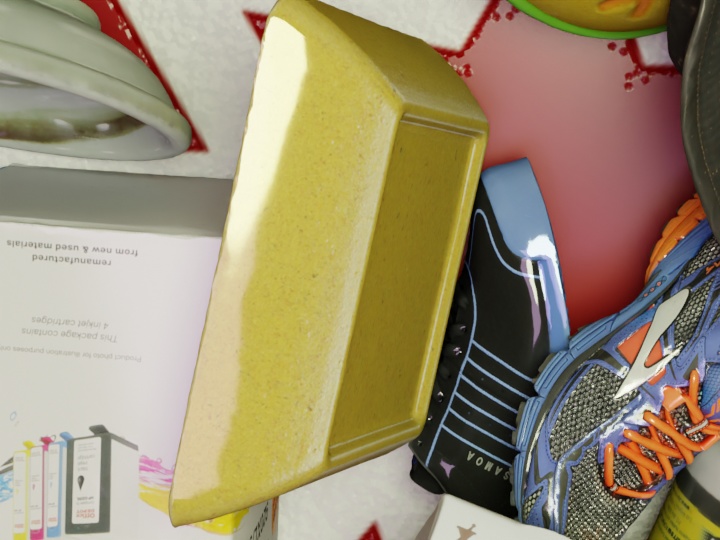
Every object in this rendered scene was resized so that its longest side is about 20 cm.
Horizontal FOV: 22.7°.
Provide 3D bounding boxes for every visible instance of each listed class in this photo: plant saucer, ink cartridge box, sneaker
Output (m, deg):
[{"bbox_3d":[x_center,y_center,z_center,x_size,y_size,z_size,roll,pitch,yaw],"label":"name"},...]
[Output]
[{"bbox_3d":[0.000,0.000,0.725,0.048,0.200,0.201,14,95,18],"label":"plant saucer"},{"bbox_3d":[-0.111,0.065,0.789,0.144,0.147,0.201,4,102,5],"label":"ink cartridge box"},{"bbox_3d":[-0.165,-0.092,0.747,0.199,0.200,0.050,9,83,4],"label":"plant saucer"},{"bbox_3d":[0.056,0.051,0.809,0.078,0.070,0.201,-7,101,1],"label":"sneaker"},{"bbox_3d":[0.135,0.045,0.755,0.075,0.078,0.200,43,78,-37],"label":"sneaker"}]

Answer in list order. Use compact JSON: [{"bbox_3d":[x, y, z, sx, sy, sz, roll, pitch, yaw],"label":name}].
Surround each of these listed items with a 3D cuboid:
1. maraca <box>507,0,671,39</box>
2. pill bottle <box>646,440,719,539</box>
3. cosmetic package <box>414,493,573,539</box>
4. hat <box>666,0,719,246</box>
[{"bbox_3d":[0.087,-0.173,0.728,0.200,0.107,0.137,25,98,-27],"label":"maraca"},{"bbox_3d":[0.163,0.181,0.801,0.112,0.112,0.201,22,103,1],"label":"pill bottle"},{"bbox_3d":[0.051,0.173,0.770,0.101,0.200,0.074,21,65,2],"label":"cosmetic package"},{"bbox_3d":[0.172,-0.089,0.712,0.200,0.081,0.201,-15,115,-35],"label":"hat"}]
